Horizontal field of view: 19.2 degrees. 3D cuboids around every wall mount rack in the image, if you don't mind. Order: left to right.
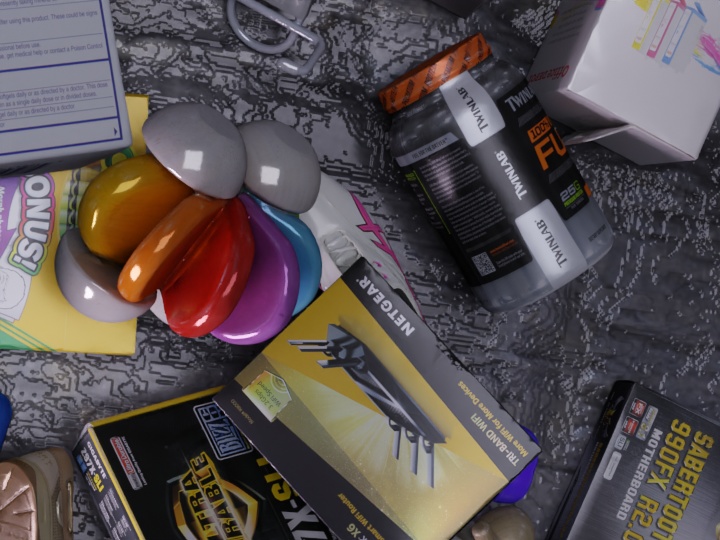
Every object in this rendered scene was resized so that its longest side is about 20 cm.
[{"bbox_3d":[-0.093,-0.240,1.608,0.173,0.201,0.075,28,43,5],"label":"wall mount rack"}]

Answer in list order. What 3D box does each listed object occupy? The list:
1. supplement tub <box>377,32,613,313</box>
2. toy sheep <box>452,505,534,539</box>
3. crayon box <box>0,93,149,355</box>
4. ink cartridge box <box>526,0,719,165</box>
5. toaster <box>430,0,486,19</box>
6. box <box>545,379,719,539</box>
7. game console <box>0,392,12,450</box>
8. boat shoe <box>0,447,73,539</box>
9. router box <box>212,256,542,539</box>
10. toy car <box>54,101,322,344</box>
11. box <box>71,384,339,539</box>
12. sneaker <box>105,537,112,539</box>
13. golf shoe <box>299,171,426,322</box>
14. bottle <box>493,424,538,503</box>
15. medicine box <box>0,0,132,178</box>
[{"bbox_3d":[0.103,-0.078,1.681,0.122,0.122,0.201,-32,98,-11],"label":"supplement tub"},{"bbox_3d":[0.063,0.261,1.666,0.200,0.138,0.138,-42,99,-15],"label":"toy sheep"},{"bbox_3d":[-0.255,-0.040,1.628,0.171,0.058,0.201,3,89,-13],"label":"crayon box"},{"bbox_3d":[0.225,-0.178,1.708,0.125,0.129,0.201,26,85,-12],"label":"ink cartridge box"},{"bbox_3d":[0.053,-0.324,1.672,0.199,0.119,0.182,27,83,-12],"label":"toaster"},{"bbox_3d":[0.244,0.213,1.751,0.158,0.048,0.201,27,84,-11],"label":"box"},{"bbox_3d":[-0.388,0.159,1.618,0.199,0.119,0.171,21,116,-12],"label":"game console"},{"bbox_3d":[-0.244,0.234,1.621,0.064,0.071,0.201,-19,120,-54],"label":"boat shoe"},{"bbox_3d":[0.013,0.115,1.594,0.157,0.052,0.200,-44,84,0],"label":"router box"},{"bbox_3d":[-0.106,-0.014,1.541,0.175,0.199,0.150,-52,57,21],"label":"toy car"},{"bbox_3d":[-0.104,0.191,1.603,0.159,0.049,0.201,-12,65,-36],"label":"box"},{"bbox_3d":[-0.122,0.224,1.646,0.199,0.087,0.075,-20,93,-14],"label":"sneaker"},{"bbox_3d":[0.000,0.000,1.673,0.072,0.092,0.201,-35,96,-11],"label":"golf shoe"},{"bbox_3d":[0.038,0.130,1.686,0.199,0.084,0.066,17,86,-12],"label":"bottle"},{"bbox_3d":[-0.278,-0.168,1.526,0.181,0.103,0.201,-9,89,-28],"label":"medicine box"}]
